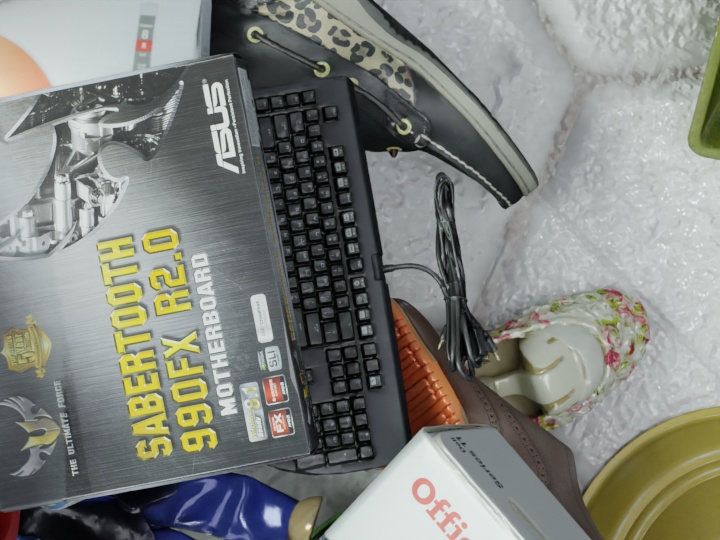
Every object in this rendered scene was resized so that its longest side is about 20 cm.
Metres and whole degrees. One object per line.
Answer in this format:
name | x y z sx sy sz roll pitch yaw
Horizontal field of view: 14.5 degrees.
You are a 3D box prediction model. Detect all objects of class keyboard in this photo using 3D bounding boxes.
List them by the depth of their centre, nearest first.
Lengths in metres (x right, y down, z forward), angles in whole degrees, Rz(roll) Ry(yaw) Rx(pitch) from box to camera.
keyboard | 0.000 0.000 1.431 0.127 0.021 0.201 -9 82 -8

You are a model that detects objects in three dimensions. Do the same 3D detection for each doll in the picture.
doll | -0.124 0.122 1.500 0.199 0.048 0.137 15 73 -1

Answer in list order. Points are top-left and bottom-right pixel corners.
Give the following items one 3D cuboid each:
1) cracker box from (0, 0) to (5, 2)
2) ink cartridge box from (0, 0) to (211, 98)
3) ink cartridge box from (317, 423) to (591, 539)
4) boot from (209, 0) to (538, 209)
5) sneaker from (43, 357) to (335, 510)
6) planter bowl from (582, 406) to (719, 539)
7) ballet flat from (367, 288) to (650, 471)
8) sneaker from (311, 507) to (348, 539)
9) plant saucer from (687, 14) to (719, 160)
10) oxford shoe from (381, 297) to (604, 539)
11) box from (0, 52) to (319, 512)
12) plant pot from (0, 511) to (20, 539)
cracker box | -0.172 -0.172 1.360 0.199 0.134 0.058 -19 84 2
ink cartridge box | -0.156 -0.132 1.432 0.162 0.050 0.201 4 96 7
ink cartridge box | 0.030 0.193 1.405 0.200 0.083 0.147 -47 71 20
boot | -0.022 -0.065 1.498 0.203 0.073 0.154 41 92 -15
sneaker | -0.074 0.072 1.447 0.200 0.076 0.105 -42 72 -8
planter bowl | 0.216 0.182 1.584 0.200 0.083 0.201 -2 99 -12
ballet flat | 0.075 0.067 1.543 0.200 0.064 0.076 -21 104 -10
sneaker | -0.024 0.216 1.531 0.077 0.084 0.200 32 91 -18
plant saucer | 0.288 -0.150 1.552 0.199 0.048 0.201 8 109 -14
oxford shoe | 0.063 0.096 1.483 0.073 0.071 0.200 -26 84 -41
box | -0.116 0.006 1.388 0.158 0.048 0.201 -10 90 5
plant pot | -0.276 0.062 1.380 0.182 0.200 0.201 -9 101 4
